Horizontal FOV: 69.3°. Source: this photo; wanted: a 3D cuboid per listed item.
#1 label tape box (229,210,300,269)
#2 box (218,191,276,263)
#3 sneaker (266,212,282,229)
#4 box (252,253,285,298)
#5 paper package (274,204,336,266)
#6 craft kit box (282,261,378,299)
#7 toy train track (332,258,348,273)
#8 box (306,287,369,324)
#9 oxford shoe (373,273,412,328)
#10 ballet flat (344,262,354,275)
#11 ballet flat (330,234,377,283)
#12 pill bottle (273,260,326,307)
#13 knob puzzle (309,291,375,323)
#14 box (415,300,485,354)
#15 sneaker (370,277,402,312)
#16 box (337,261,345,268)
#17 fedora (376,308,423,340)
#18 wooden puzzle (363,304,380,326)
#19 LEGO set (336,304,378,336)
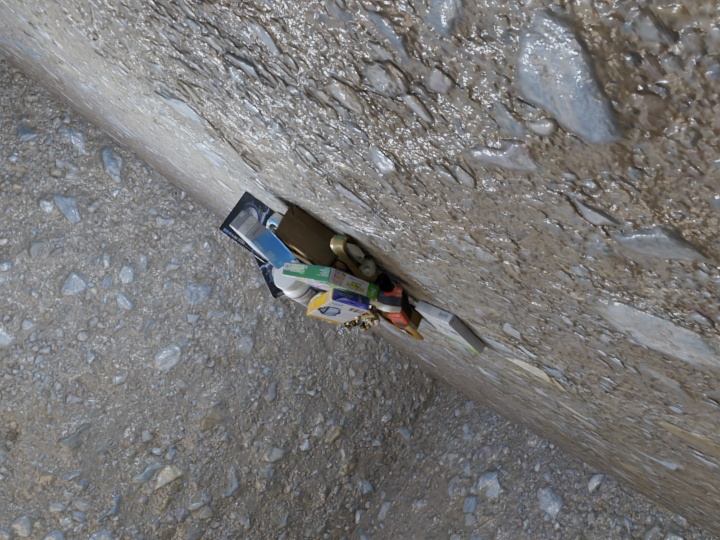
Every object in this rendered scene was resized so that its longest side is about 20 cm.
[{"bbox_3d":[-0.274,-0.077,1.506,0.199,0.066,0.144,37,170,43],"label":"label tape box"},{"bbox_3d":[-0.356,-0.144,1.781,0.199,0.161,0.044,36,173,-6],"label":"box"},{"bbox_3d":[-0.224,-0.118,1.724,0.199,0.073,0.072,31,169,16],"label":"sneaker"},{"bbox_3d":[-0.277,-0.030,1.847,0.086,0.162,0.202,89,155,-79],"label":"box"},{"bbox_3d":[-0.151,-0.083,1.532,0.190,0.104,0.200,36,172,-1],"label":"paper package"},{"bbox_3d":[-0.084,0.028,1.457,0.198,0.049,0.196,8,172,44],"label":"craft kit box"},{"bbox_3d":[-0.057,0.004,1.678,0.198,0.116,0.032,15,-177,-21],"label":"toy train track"},{"bbox_3d":[-0.061,0.102,1.487,0.118,0.042,0.200,18,152,-24],"label":"box"},{"bbox_3d":[0.100,0.080,1.585,0.070,0.073,0.201,-2,128,37],"label":"oxford shoe"},{"bbox_3d":[0.000,0.000,1.602,0.064,0.067,0.200,60,-179,23],"label":"ballet flat"},{"bbox_3d":[-0.003,-0.025,1.422,0.063,0.069,0.200,0,150,47],"label":"ballet flat"},{"bbox_3d":[-0.180,0.046,1.659,0.113,0.115,0.200,28,173,36],"label":"pill bottle"},{"bbox_3d":[-0.073,0.122,1.616,0.216,0.031,0.220,5,152,2],"label":"knob puzzle"},{"bbox_3d":[0.267,0.168,1.543,0.200,0.037,0.144,43,168,-38],"label":"box"},{"bbox_3d":[0.046,0.059,1.512,0.198,0.086,0.074,16,-174,42],"label":"sneaker"},{"bbox_3d":[-0.116,-0.008,1.875,0.199,0.042,0.119,31,155,13],"label":"box"},{"bbox_3d":[0.149,0.159,1.783,0.199,0.082,0.201,34,171,6],"label":"fedora"},{"bbox_3d":[0.023,0.102,1.843,0.200,0.037,0.187,150,103,-79],"label":"wooden puzzle"},{"bbox_3d":[-0.042,0.116,1.739,0.153,0.115,0.203,-20,87,46],"label":"LEGO set"}]
